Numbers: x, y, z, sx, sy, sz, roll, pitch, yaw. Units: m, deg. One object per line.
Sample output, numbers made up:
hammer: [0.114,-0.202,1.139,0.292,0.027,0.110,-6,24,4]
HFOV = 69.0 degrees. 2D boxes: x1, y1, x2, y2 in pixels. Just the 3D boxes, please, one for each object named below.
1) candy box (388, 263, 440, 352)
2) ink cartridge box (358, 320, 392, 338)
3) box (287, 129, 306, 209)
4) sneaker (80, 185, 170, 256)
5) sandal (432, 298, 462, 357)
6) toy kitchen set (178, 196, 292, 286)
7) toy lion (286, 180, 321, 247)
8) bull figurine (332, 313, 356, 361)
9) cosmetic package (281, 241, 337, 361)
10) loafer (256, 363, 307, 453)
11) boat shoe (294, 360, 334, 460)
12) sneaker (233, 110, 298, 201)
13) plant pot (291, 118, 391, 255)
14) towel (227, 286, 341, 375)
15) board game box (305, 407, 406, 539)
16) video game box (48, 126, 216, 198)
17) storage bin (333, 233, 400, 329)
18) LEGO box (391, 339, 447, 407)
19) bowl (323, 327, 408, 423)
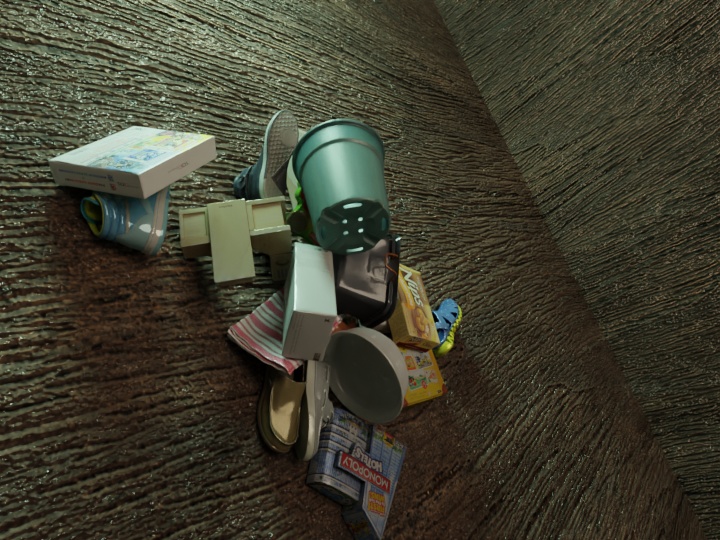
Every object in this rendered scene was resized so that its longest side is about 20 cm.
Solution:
candy box: [0.113,0.085,1.246,0.114,0.055,0.203,21,44,-41]
ink cartridge box: [0.049,0.095,1.273,0.198,0.067,0.119,15,52,-46]
box: [-0.130,-0.236,1.286,0.094,0.077,0.204,8,59,-47]
sneaker: [-0.394,-0.127,0.880,0.129,0.080,0.203,16,44,-35]
sandal: [0.225,0.140,1.453,0.087,0.079,0.201,44,35,-13]
toy kitchen set: [-0.227,-0.012,1.006,0.195,0.182,0.166,-9,61,-10]
toy lion: [-0.078,-0.126,1.191,0.201,0.068,0.193,49,67,-24]
bull figurine: [-0.051,0.128,1.127,0.199,0.065,0.123,37,37,-30]
cosmetic package: [-0.096,0.054,0.964,0.079,0.115,0.202,11,33,-12]
loafer: [-0.138,0.221,0.944,0.075,0.067,0.204,24,46,-36]
boat shoe: [-0.081,0.254,0.982,0.070,0.070,0.204,18,46,-23]
sneaker: [-0.205,-0.232,1.116,0.076,0.145,0.207,21,75,-36]
plant pot: [-0.029,-0.153,1.028,0.198,0.199,0.199,26,38,-37]
towel: [-0.138,0.104,0.994,0.144,0.030,0.200,28,36,15]
board game box: [-0.004,0.390,0.992,0.199,0.061,0.202,40,38,-26]
video game box: [-0.371,-0.187,0.877,0.201,0.178,0.048,-55,148,-53]
storage bin: [0.000,0.000,1.112,0.132,0.145,0.204,20,58,-25]
LEGO box: [0.100,0.240,1.219,0.198,0.077,0.152,3,62,-50]
bowl: [0.023,0.191,1.042,0.090,0.200,0.203,-34,91,-46]
